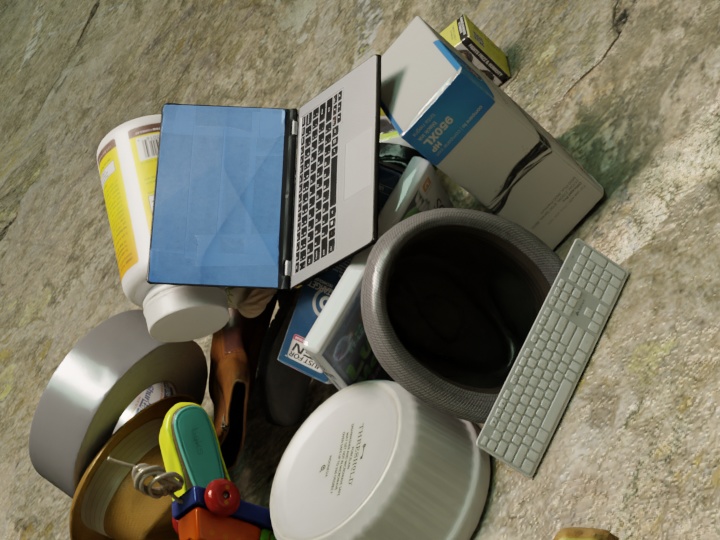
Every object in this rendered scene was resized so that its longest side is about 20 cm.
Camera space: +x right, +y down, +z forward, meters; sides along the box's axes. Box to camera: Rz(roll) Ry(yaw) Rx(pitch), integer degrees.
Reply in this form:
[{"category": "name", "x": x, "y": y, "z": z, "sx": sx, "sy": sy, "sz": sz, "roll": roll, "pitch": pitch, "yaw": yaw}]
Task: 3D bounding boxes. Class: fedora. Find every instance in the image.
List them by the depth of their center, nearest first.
[{"category": "fedora", "x": 0.088, "y": 0.043, "z": 1.327, "sx": 0.090, "sy": 0.199, "sz": 0.178, "roll": 137, "pitch": 156, "yaw": -72}, {"category": "fedora", "x": -0.205, "y": 0.223, "z": 1.562, "sx": 0.081, "sy": 0.201, "sz": 0.201, "roll": 30, "pitch": 80, "yaw": 24}]

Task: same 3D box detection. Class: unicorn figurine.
[{"category": "unicorn figurine", "x": -0.150, "y": -0.007, "z": 1.543, "sx": 0.200, "sy": 0.073, "sz": 0.138, "roll": 25, "pitch": 95, "yaw": 55}]

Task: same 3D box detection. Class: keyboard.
[{"category": "keyboard", "x": 0.161, "y": 0.071, "z": 1.284, "sx": 0.201, "sy": 0.056, "sz": 0.011, "roll": -62, "pitch": 6, "yaw": -17}]

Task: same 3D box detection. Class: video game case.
[{"category": "video game case", "x": 0.033, "y": 0.023, "z": 1.409, "sx": 0.023, "sy": 0.182, "sz": 0.201, "roll": 23, "pitch": 74, "yaw": 28}]

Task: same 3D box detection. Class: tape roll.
[{"category": "tape roll", "x": -0.244, "y": 0.143, "z": 1.579, "sx": 0.066, "sy": 0.200, "sz": 0.201, "roll": 30, "pitch": 80, "yaw": 25}]

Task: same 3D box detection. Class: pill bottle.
[{"category": "pill bottle", "x": -0.182, "y": -0.039, "z": 1.469, "sx": 0.109, "sy": 0.109, "sz": 0.201, "roll": -31, "pitch": 62, "yaw": 32}]

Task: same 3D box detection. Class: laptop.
[{"category": "laptop", "x": -0.085, "y": -0.090, "z": 1.379, "sx": 0.199, "sy": 0.115, "sz": 0.189, "roll": -29, "pitch": 52, "yaw": 47}]

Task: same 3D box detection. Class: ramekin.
[{"category": "ramekin", "x": 0.008, "y": 0.186, "z": 1.332, "sx": 0.202, "sy": 0.094, "sz": 0.203, "roll": -36, "pitch": 32, "yaw": 27}]

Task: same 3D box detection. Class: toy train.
[{"category": "toy train", "x": -0.146, "y": 0.249, "z": 1.375, "sx": 0.085, "sy": 0.199, "sz": 0.117, "roll": -40, "pitch": 36, "yaw": 47}]

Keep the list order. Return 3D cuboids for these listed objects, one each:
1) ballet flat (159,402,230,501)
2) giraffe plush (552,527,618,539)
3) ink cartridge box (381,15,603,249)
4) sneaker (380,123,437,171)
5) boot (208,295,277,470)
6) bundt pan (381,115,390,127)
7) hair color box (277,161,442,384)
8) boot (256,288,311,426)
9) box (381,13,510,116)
[{"category": "ballet flat", "x": -0.151, "y": 0.226, "z": 1.483, "sx": 0.067, "sy": 0.066, "sz": 0.202, "roll": -30, "pitch": 73, "yaw": 55}, {"category": "giraffe plush", "x": 0.164, "y": 0.284, "z": 0.963, "sx": 0.161, "sy": 0.173, "sz": 0.200, "roll": 17, "pitch": 59, "yaw": 37}, {"category": "ink cartridge box", "x": 0.112, "y": -0.123, "z": 1.423, "sx": 0.084, "sy": 0.200, "sz": 0.145, "roll": -47, "pitch": 29, "yaw": 11}, {"category": "sneaker", "x": -0.009, "y": -0.074, "z": 1.514, "sx": 0.199, "sy": 0.072, "sz": 0.083, "roll": -33, "pitch": 41, "yaw": 25}, {"category": "boot", "x": -0.128, "y": 0.078, "z": 1.569, "sx": 0.200, "sy": 0.068, "sz": 0.190, "roll": -93, "pitch": 20, "yaw": -72}, {"category": "bundt pan", "x": 0.004, "y": -0.061, "z": 1.632, "sx": 0.201, "sy": 0.076, "sz": 0.203, "roll": -35, "pitch": 34, "yaw": 28}, {"category": "hair color box", "x": 0.000, "y": 0.000, "z": 1.426, "sx": 0.060, "sy": 0.100, "sz": 0.202, "roll": 23, "pitch": 98, "yaw": 26}, {"category": "boot", "x": -0.025, "y": 0.072, "z": 1.520, "sx": 0.131, "sy": 0.070, "sz": 0.202, "roll": 15, "pitch": 106, "yaw": 23}, {"category": "box", "x": 0.064, "y": -0.187, "z": 1.693, "sx": 0.199, "sy": 0.075, "sz": 0.050, "roll": -36, "pitch": 32, "yaw": 24}]
